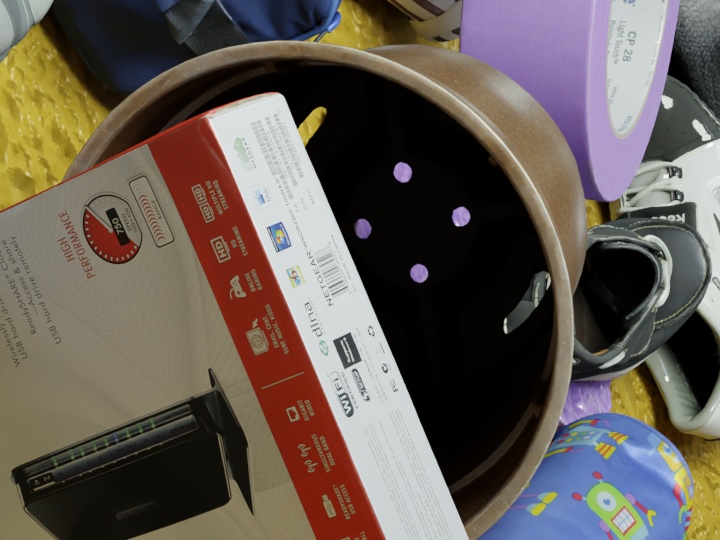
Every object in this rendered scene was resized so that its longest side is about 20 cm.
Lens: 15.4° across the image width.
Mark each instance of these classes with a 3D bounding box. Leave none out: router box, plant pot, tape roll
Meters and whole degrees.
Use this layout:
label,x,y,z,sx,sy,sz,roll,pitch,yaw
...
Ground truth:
label,x,y,z,sx,sy,sz,roll,pitch,yaw
router box,-0.067,0.065,0.912,0.049,0.179,0.201,-25,92,-57
plant pot,0.000,0.000,1.032,0.201,0.200,0.198,65,17,-5
tape roll,0.106,-0.137,1.291,0.200,0.065,0.201,9,90,-74

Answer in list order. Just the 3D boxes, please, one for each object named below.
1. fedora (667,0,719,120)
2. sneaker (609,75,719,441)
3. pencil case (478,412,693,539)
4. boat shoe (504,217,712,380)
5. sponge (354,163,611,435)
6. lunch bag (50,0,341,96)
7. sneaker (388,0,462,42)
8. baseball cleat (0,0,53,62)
label,x,y,z,sx,sy,sz,roll,pitch,yaw
fedora,0.182,-0.139,1.439,0.091,0.200,0.201,-37,105,-22
sneaker,0.164,-0.009,1.378,0.088,0.074,0.201,-9,79,-58
pencil case,0.084,0.138,1.176,0.087,0.078,0.200,42,35,4
boat shoe,0.121,0.013,1.254,0.200,0.067,0.072,-18,85,-54
sponge,0.052,0.007,1.251,0.200,0.030,0.112,33,47,-41
lunch bag,-0.075,-0.166,1.072,0.200,0.135,0.132,58,35,-17
sneaker,0.019,-0.219,1.295,0.115,0.075,0.201,25,53,-42
baseball cleat,-0.181,-0.164,0.981,0.200,0.070,0.107,54,35,-19
